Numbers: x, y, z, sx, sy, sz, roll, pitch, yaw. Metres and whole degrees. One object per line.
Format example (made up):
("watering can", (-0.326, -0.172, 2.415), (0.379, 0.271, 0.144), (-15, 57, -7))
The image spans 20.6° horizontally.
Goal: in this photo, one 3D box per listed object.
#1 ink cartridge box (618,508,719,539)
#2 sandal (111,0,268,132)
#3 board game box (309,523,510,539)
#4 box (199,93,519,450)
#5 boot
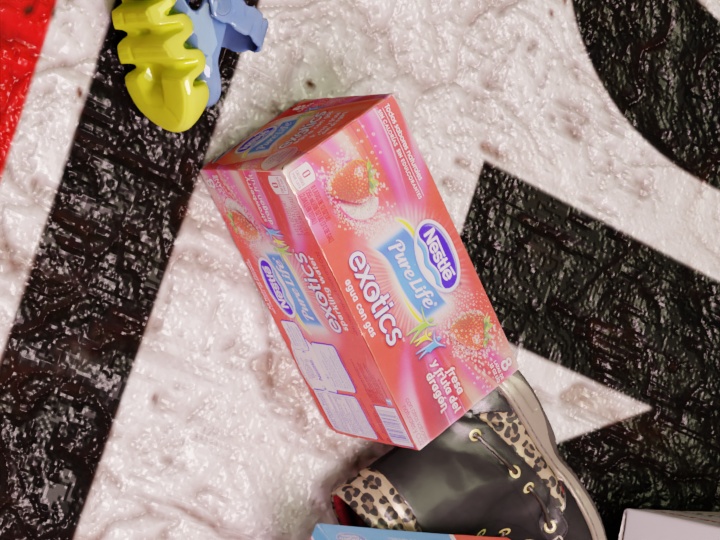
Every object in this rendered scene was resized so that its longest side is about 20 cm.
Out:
("ink cartridge box", (0.279, 0.247, 1.378), (0.200, 0.145, 0.145), (9, 89, -53))
("sandal", (-0.109, -0.187, 1.158), (0.087, 0.079, 0.200), (-27, 116, -34))
("board game box", (0.006, 0.255, 1.235), (0.153, 0.040, 0.200), (9, 113, -35))
("box", (0.000, 0.000, 1.226), (0.095, 0.103, 0.200), (-36, 111, -28))
("boot", (0.074, 0.169, 1.306), (0.150, 0.073, 0.200), (-38, 120, -23))
